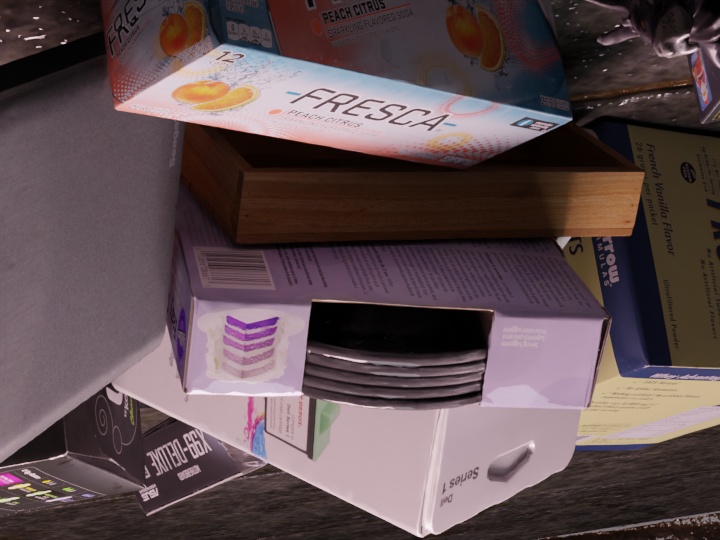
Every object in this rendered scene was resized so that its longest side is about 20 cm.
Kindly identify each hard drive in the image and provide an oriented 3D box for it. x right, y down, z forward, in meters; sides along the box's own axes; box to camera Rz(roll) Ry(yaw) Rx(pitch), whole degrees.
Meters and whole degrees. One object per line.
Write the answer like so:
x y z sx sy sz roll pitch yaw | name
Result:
-0.121 -0.010 0.704 0.033 0.141 0.200 12 -161 15 | hard drive

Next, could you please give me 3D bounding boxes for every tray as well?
0.020 -0.046 0.872 0.198 0.037 0.099 -2 -156 -25 | tray

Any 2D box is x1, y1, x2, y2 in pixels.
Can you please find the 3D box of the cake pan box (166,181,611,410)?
0.000 0.000 0.863 0.182 0.053 0.200 1 -158 -14 | cake pan box

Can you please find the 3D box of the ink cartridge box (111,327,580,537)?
-0.002 0.041 0.947 0.199 0.085 0.144 22 -157 31 | ink cartridge box

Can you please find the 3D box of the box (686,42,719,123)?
0.234 -0.122 0.811 0.135 0.038 0.200 -7 165 -9 | box

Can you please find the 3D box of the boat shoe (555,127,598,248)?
0.049 -0.023 1.020 0.060 0.075 0.200 22 145 -28 | boat shoe

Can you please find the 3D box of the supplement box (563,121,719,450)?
0.153 0.019 1.099 0.198 0.136 0.199 3 161 -38 | supplement box

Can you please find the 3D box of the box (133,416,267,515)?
-0.041 0.075 1.215 0.199 0.050 0.157 -31 -178 -39 | box

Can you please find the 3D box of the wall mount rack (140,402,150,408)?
-0.185 0.047 1.147 0.198 0.075 0.174 -3 167 -23 | wall mount rack

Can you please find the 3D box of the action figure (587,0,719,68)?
0.157 -0.113 0.660 0.199 0.102 0.119 -22 117 29 | action figure

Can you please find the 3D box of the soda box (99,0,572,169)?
-0.006 -0.090 0.746 0.068 0.064 0.199 -22 161 41 | soda box

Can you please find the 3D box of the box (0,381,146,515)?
-0.226 0.051 0.973 0.198 0.150 0.124 -12 164 10 | box
